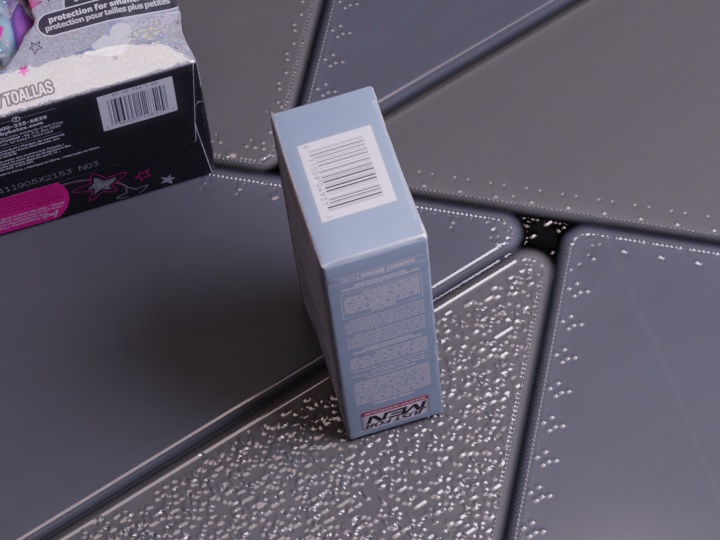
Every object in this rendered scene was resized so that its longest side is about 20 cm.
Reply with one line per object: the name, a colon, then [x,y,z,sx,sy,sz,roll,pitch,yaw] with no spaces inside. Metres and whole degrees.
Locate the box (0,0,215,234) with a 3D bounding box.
box: [-0.200,-0.109,1.507,0.199,0.132,0.115,-17,62,-7]

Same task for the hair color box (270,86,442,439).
hair color box: [0.000,0.000,1.395,0.060,0.200,0.100,-16,61,-5]
